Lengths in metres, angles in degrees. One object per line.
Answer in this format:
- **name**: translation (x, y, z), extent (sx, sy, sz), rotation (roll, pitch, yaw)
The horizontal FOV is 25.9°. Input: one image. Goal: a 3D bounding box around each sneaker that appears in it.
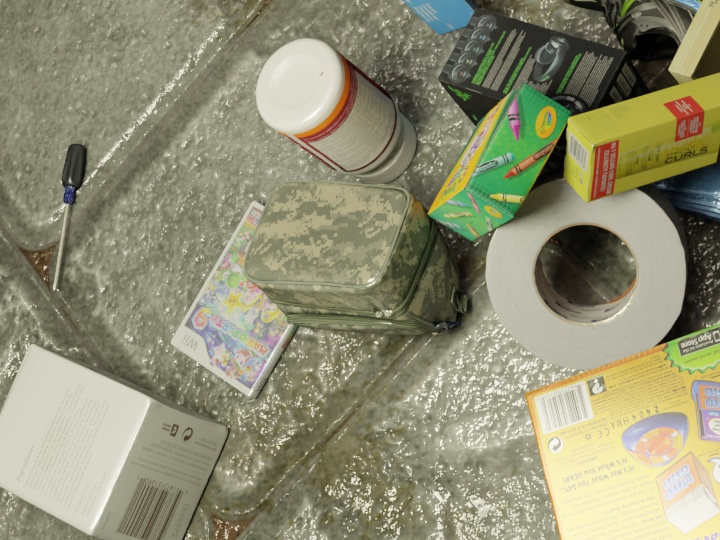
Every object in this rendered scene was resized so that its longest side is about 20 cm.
- **sneaker**: translation (0.292, -0.273, 1.684), extent (0.199, 0.071, 0.083), rotation (31, 84, 31)

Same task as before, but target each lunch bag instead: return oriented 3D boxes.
- **lunch bag**: translation (0.000, 0.000, 1.701), extent (0.200, 0.168, 0.140), rotation (2, 63, 32)

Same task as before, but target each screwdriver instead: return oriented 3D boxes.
- **screwdriver**: translation (-0.379, -0.071, 2.027), extent (0.029, 0.028, 0.201), rotation (-27, 54, 52)

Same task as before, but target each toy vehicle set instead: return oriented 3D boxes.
- **toy vehicle set**: translation (0.387, -0.264, 1.593), extent (0.026, 0.124, 0.200), rotation (25, 86, 34)

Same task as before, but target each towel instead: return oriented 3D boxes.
- **towel**: translation (0.384, -0.099, 1.564), extent (0.200, 0.049, 0.112), rotation (18, 77, 43)

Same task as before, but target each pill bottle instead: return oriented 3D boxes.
- **pill bottle**: translation (-0.022, -0.172, 1.753), extent (0.109, 0.200, 0.110), rotation (-10, 68, 27)

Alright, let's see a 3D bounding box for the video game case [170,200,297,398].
- **video game case**: translation (-0.125, 0.032, 1.851), extent (0.143, 0.018, 0.200), rotation (30, 89, 34)

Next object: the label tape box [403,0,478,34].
- **label tape box**: translation (0.067, -0.340, 1.794), extent (0.063, 0.144, 0.200), rotation (-37, 58, 14)

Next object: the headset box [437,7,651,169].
- **headset box**: translation (0.199, -0.176, 1.639), extent (0.200, 0.174, 0.093), rotation (24, 80, 33)

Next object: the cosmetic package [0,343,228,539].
- **cosmetic package**: translation (-0.296, 0.206, 1.800), extent (0.200, 0.165, 0.165), rotation (20, 83, 32)

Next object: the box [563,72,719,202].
- **box**: translation (0.293, -0.131, 1.500), extent (0.199, 0.075, 0.050), rotation (-16, 44, -17)

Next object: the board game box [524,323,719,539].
- **board game box**: translation (0.298, 0.194, 1.438), extent (0.200, 0.200, 0.200), rotation (-22, 63, 22)

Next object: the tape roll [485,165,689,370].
- **tape roll**: translation (0.227, -0.004, 1.568), extent (0.200, 0.066, 0.201), rotation (3, 107, 12)

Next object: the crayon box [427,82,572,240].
- **crayon box**: translation (0.135, -0.103, 1.556), extent (0.058, 0.200, 0.119), rotation (30, 81, -4)
